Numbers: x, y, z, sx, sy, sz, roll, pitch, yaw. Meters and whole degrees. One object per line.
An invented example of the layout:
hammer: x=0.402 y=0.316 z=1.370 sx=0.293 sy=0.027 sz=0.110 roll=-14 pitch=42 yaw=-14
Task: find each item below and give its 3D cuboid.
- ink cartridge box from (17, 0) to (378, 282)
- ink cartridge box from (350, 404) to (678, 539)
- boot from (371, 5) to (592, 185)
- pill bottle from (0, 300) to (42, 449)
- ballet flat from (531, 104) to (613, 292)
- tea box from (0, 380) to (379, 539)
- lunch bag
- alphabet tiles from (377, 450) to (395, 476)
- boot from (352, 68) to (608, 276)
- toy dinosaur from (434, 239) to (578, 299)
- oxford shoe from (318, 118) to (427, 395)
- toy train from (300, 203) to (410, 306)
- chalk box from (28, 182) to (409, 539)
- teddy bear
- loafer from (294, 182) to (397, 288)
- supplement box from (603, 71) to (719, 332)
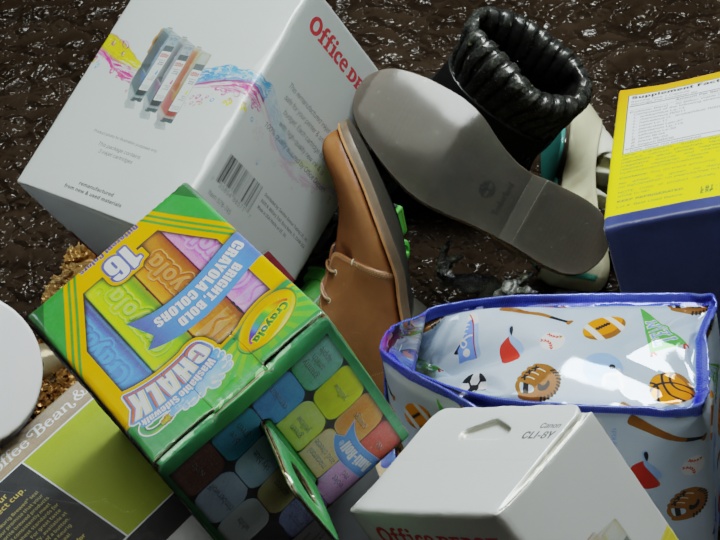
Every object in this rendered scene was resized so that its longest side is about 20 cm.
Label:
ink cartridge box: x=-0.099 y=-0.090 z=1.287 sx=0.144 sy=0.145 sz=0.201 roll=20 pitch=73 yaw=35
ink cartridge box: x=0.107 y=0.176 z=1.019 sx=0.083 sy=0.200 sz=0.145 roll=-44 pitch=18 yaw=-28
boot: x=0.048 y=-0.130 z=1.368 sx=0.210 sy=0.158 sz=0.080 roll=17 pitch=57 yaw=-8
pill bottle: x=-0.270 y=0.070 z=1.231 sx=0.113 sy=0.114 sz=0.200 roll=-33 pitch=5 yaw=-20
ballet flat: x=0.164 y=-0.061 z=1.398 sx=0.069 sy=0.070 sz=0.201 roll=-2 pitch=46 yaw=13
tea box: x=-0.117 y=0.165 z=1.163 sx=0.196 sy=0.134 sz=0.200 roll=28 pitch=59 yaw=35
lunch bag: x=0.116 y=0.107 z=1.146 sx=0.199 sy=0.171 sz=0.124 roll=3 pitch=40 yaw=15
alphabet tiles: x=-0.016 y=0.103 z=1.301 sx=0.199 sy=0.006 sz=0.167 roll=0 pitch=44 yaw=14
boot: x=0.077 y=-0.060 z=1.287 sx=0.200 sy=0.075 sz=0.074 roll=37 pitch=87 yaw=4
toy dinosaur: x=0.092 y=0.023 z=1.303 sx=0.199 sy=0.088 sz=0.048 roll=4 pitch=61 yaw=19
oxford shoe: x=0.000 y=0.000 z=1.269 sx=0.071 sy=0.201 sz=0.071 roll=-13 pitch=9 yaw=9
toy train: x=-0.024 y=0.022 z=1.345 sx=0.042 sy=0.057 sz=0.200 roll=14 pitch=45 yaw=28
chalk box: x=-0.067 y=0.069 z=1.044 sx=0.124 sy=0.125 sz=0.200 roll=-41 pitch=48 yaw=-8
teddy bear: x=-0.200 y=0.038 z=1.374 sx=0.144 sy=0.067 sz=0.200 roll=12 pitch=48 yaw=28
loafer: x=-0.030 y=-0.052 z=1.428 sx=0.072 sy=0.063 sz=0.200 roll=14 pitch=49 yaw=27
supplement box: x=0.233 y=-0.042 z=1.278 sx=0.108 sy=0.110 sz=0.200 roll=-10 pitch=29 yaw=17
